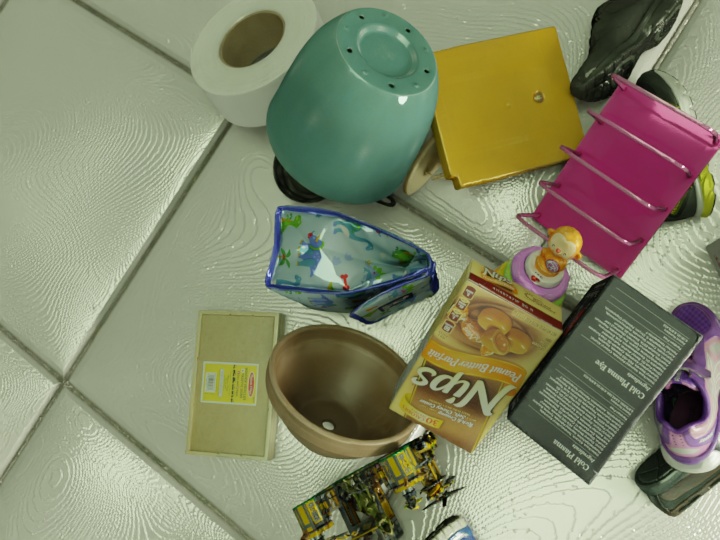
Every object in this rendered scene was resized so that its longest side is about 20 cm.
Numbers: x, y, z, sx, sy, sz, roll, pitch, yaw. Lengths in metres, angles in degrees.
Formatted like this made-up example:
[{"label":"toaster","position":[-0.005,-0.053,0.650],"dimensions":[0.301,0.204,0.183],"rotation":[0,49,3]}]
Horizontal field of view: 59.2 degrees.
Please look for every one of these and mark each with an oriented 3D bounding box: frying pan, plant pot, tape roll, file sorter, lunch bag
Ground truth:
[{"label":"frying pan","position":[-0.035,-0.148,0.908],"dimensions":[0.187,0.031,0.117],"rotation":[4,80,12]},{"label":"plant pot","position":[-0.028,0.169,0.801],"dimensions":[0.199,0.201,0.094],"rotation":[30,122,14]},{"label":"tape roll","position":[-0.141,-0.308,0.907],"dimensions":[0.200,0.071,0.205],"rotation":[-9,62,18]},{"label":"file sorter","position":[0.299,-0.107,0.745],"dimensions":[0.139,0.125,0.201],"rotation":[39,113,22]},{"label":"lunch bag","position":[0.000,0.000,0.807],"dimensions":[0.197,0.170,0.129],"rotation":[5,82,11]},{"label":"plant pot","position":[0.001,-0.208,0.760],"dimensions":[0.198,0.161,0.203],"rotation":[10,61,-19]}]

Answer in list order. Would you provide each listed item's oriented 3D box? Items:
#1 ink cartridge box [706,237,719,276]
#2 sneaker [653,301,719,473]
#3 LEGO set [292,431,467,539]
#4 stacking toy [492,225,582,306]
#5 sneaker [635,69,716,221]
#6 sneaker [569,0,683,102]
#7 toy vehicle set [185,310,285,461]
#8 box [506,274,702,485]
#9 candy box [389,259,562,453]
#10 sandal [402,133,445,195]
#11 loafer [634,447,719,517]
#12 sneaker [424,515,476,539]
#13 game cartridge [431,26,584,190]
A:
[{"label":"ink cartridge box","position":[0.476,0.005,0.692],"dimensions":[0.087,0.200,0.147],"rotation":[-22,78,11]},{"label":"sneaker","position":[0.376,0.120,0.725],"dimensions":[0.080,0.088,0.202],"rotation":[-8,54,42]},{"label":"LEGO set","position":[0.029,0.294,0.767],"dimensions":[0.198,0.154,0.117],"rotation":[-31,76,9]},{"label":"stacking toy","position":[0.202,0.014,0.736],"dimensions":[0.109,0.201,0.116],"rotation":[-36,73,-28]},{"label":"sneaker","position":[0.379,-0.156,0.802],"dimensions":[0.083,0.074,0.203],"rotation":[-16,78,9]},{"label":"sneaker","position":[0.334,-0.304,0.840],"dimensions":[0.091,0.076,0.200],"rotation":[39,76,23]},{"label":"toy vehicle set","position":[-0.176,0.158,0.892],"dimensions":[0.122,0.027,0.203],"rotation":[2,82,12]},{"label":"box","position":[0.259,0.113,0.711],"dimensions":[0.104,0.200,0.183],"rotation":[36,95,14]},{"label":"candy box","position":[0.126,0.102,0.720],"dimensions":[0.114,0.055,0.202],"rotation":[28,119,2]},{"label":"sandal","position":[0.148,-0.172,0.852],"dimensions":[0.069,0.078,0.212],"rotation":[38,85,20]},{"label":"loafer","position":[0.421,0.212,0.746],"dimensions":[0.199,0.072,0.063],"rotation":[-39,95,10]},{"label":"sneaker","position":[0.074,0.400,0.775],"dimensions":[0.200,0.079,0.089],"rotation":[-44,73,2]},{"label":"game cartridge","position":[0.184,-0.211,0.826],"dimensions":[0.197,0.032,0.179],"rotation":[-14,89,-10]}]
